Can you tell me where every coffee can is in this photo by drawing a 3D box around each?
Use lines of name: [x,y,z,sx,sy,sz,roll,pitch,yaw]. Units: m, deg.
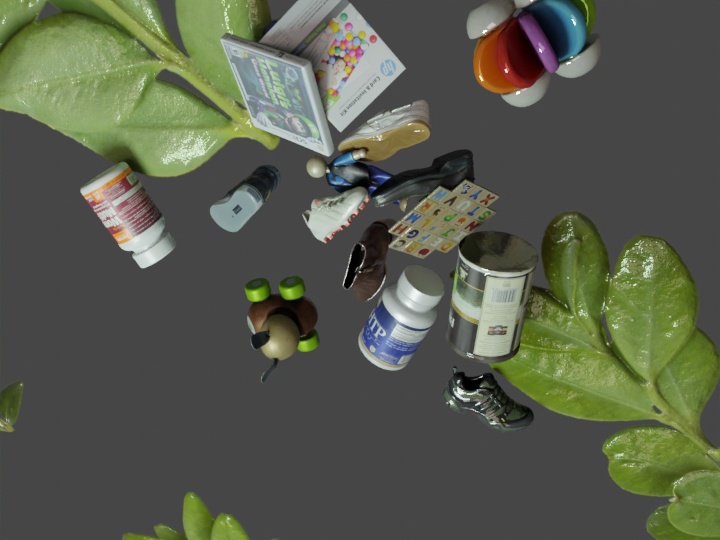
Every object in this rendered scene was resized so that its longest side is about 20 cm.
coffee can: [0.243,0.049,1.286,0.145,0.147,0.202,10,123,10]

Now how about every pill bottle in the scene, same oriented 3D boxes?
pill bottle: [-0.474,-0.112,1.419,0.109,0.110,0.201,-19,114,26]
pill bottle: [0.085,0.091,1.374,0.119,0.120,0.201,27,124,-1]

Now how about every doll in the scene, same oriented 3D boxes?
doll: [-0.002,-0.173,1.265,0.198,0.049,0.137,17,149,1]

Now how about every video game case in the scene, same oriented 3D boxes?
video game case: [-0.139,-0.297,1.174,0.181,0.023,0.201,25,154,25]

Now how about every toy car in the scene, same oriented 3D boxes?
toy car: [0.259,-0.344,1.036,0.199,0.150,0.176,-27,110,28]
toy car: [-0.184,0.134,1.431,0.156,0.201,0.166,-4,120,18]

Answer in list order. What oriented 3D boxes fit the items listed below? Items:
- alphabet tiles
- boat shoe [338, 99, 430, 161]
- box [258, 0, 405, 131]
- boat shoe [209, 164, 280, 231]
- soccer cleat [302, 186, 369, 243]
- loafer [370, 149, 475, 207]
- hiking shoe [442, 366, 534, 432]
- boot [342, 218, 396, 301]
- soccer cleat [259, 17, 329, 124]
alphabet tiles: [0.151,-0.089,1.251,0.165,0.006,0.200,16,135,-42]
boat shoe: [0.045,-0.248,1.213,0.199,0.070,0.071,-10,151,41]
box: [-0.047,-0.359,1.145,0.156,0.041,0.200,-41,110,10]
boat shoe: [-0.224,-0.141,1.358,0.071,0.091,0.200,48,148,-15]
soccer cleat: [-0.053,-0.113,1.288,0.078,0.069,0.200,45,149,-7]
loafer: [0.114,-0.144,1.201,0.198,0.073,0.073,-22,110,-8]
hiking shoe: [0.277,0.272,1.456,0.198,0.076,0.101,17,127,7]
boot: [0.000,0.000,1.310,0.072,0.166,0.202,28,122,13]
soccer cleat: [-0.097,-0.342,1.195,0.083,0.065,0.201,-20,113,23]
